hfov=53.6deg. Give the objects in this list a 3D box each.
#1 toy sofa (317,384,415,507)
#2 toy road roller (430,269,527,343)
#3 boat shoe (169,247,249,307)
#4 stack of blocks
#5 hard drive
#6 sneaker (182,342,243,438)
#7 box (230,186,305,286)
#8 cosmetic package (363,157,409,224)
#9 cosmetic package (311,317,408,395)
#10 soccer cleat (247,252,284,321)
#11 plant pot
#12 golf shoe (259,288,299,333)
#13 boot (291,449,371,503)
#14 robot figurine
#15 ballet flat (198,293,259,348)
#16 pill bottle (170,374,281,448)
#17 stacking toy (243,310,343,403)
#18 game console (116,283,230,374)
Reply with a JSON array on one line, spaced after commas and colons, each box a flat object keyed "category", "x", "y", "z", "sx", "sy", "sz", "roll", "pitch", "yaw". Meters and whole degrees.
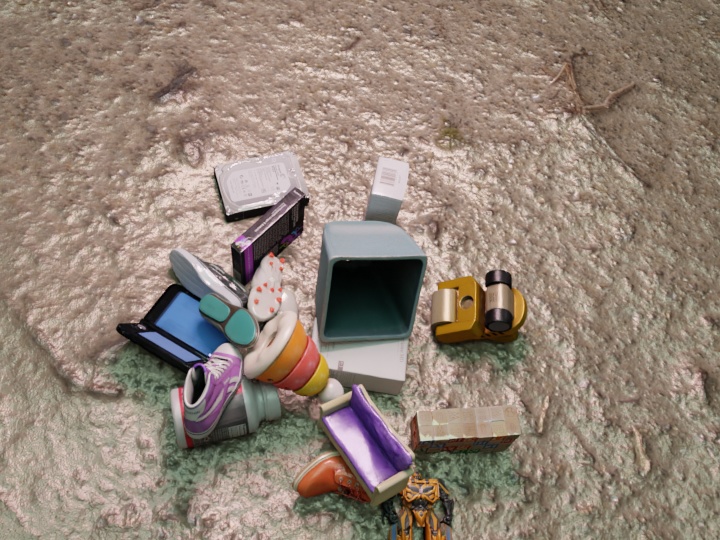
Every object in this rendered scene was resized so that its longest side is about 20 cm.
[{"category": "toy sofa", "x": 0.008, "y": 0.311, "z": 1.290, "sx": 0.082, "sy": 0.099, "sz": 0.200, "roll": -19, "pitch": 51, "yaw": -30}, {"category": "toy road roller", "x": 0.259, "y": 0.095, "z": 1.525, "sx": 0.197, "sy": 0.146, "sz": 0.125, "roll": -12, "pitch": 56, "yaw": 29}, {"category": "boat shoe", "x": -0.316, "y": 0.020, "z": 1.504, "sx": 0.199, "sy": 0.072, "sz": 0.071, "roll": 41, "pitch": 40, "yaw": 9}, {"category": "stack of blocks", "x": 0.198, "y": 0.312, "z": 1.384, "sx": 0.196, "sy": 0.116, "sz": 0.060, "roll": -2, "pitch": 61, "yaw": -8}, {"category": "hard drive", "x": -0.228, "y": -0.197, "z": 1.642, "sx": 0.196, "sy": 0.038, "sz": 0.142, "roll": -12, "pitch": 65, "yaw": -15}, {"category": "sneaker", "x": -0.260, "y": 0.184, "z": 1.267, "sx": 0.071, "sy": 0.116, "sz": 0.202, "roll": 6, "pitch": 42, "yaw": 6}, {"category": "box", "x": -0.194, "y": -0.072, "z": 1.519, "sx": 0.036, "sy": 0.144, "sz": 0.200, "roll": 38, "pitch": 63, "yaw": 15}, {"category": "cosmetic package", "x": 0.050, "y": -0.142, "z": 1.558, "sx": 0.073, "sy": 0.201, "sz": 0.103, "roll": 13, "pitch": 61, "yaw": 0}, {"category": "cosmetic package", "x": -0.005, "y": 0.175, "z": 1.448, "sx": 0.196, "sy": 0.082, "sz": 0.115, "roll": 7, "pitch": 59, "yaw": -3}, {"category": "soccer cleat", "x": -0.197, "y": 0.046, "z": 1.459, "sx": 0.069, "sy": 0.078, "sz": 0.201, "roll": 29, "pitch": 32, "yaw": -17}, {"category": "plant pot", "x": 0.000, "y": 0.000, "z": 1.433, "sx": 0.192, "sy": 0.199, "sz": 0.201, "roll": -2, "pitch": 34, "yaw": -16}, {"category": "golf shoe", "x": -0.170, "y": 0.115, "z": 1.449, "sx": 0.077, "sy": 0.098, "sz": 0.203, "roll": 11, "pitch": 59, "yaw": 0}, {"category": "boot", "x": -0.025, "y": 0.389, "z": 1.319, "sx": 0.197, "sy": 0.076, "sz": 0.108, "roll": -16, "pitch": 45, "yaw": -16}, {"category": "robot figurine", "x": 0.110, "y": 0.473, "z": 1.317, "sx": 0.142, "sy": 0.058, "sz": 0.203, "roll": 3, "pitch": 62, "yaw": -7}, {"category": "ballet flat", "x": -0.244, "y": 0.103, "z": 1.391, "sx": 0.199, "sy": 0.064, "sz": 0.068, "roll": 29, "pitch": 77, "yaw": 42}, {"category": "pill bottle", "x": -0.254, "y": 0.261, "z": 1.350, "sx": 0.196, "sy": 0.111, "sz": 0.112, "roll": -11, "pitch": 63, "yaw": -13}, {"category": "stacking toy", "x": -0.106, "y": 0.186, "z": 1.334, "sx": 0.199, "sy": 0.145, "sz": 0.147, "roll": 40, "pitch": 60, "yaw": -17}, {"category": "game console", "x": -0.349, "y": 0.115, "z": 1.416, "sx": 0.198, "sy": 0.176, "sz": 0.118, "roll": 28, "pitch": 90, "yaw": 8}]
